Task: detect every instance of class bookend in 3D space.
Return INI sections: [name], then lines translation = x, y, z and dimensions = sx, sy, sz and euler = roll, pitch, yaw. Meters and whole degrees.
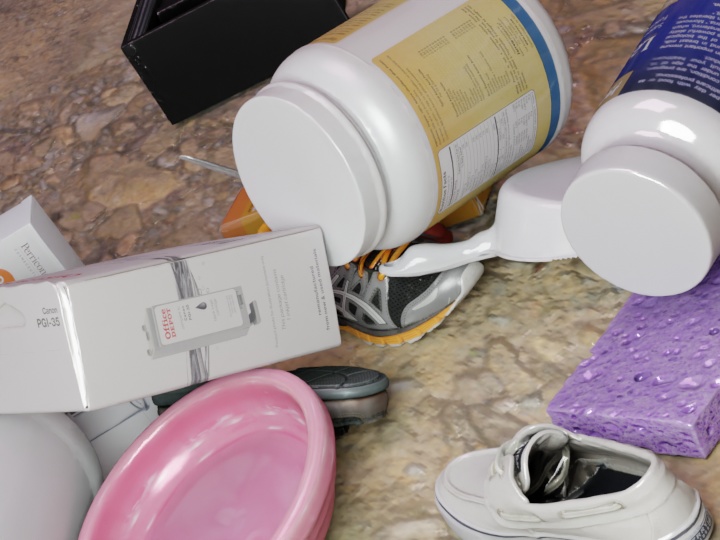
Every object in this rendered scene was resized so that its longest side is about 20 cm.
[bookend]
translation = -0.104, -0.256, 2.099
dimensions = 0.199, 0.092, 0.199
euler = -24, 27, 19

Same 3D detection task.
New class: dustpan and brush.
[dustpan and brush]
translation = 0.109, -0.030, 1.470
dimensions = 0.199, 0.058, 0.140
euler = -4, 19, 1

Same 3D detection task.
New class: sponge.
[sponge]
translation = 0.203, 0.027, 1.324
dimensions = 0.111, 0.030, 0.200
euler = 0, 41, 48

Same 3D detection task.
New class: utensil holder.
[utensil holder]
translation = -0.266, 0.191, 1.437
dimensions = 0.169, 0.170, 0.200
euler = -23, 30, 22

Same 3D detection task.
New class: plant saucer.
[plant saucer]
translation = -0.089, 0.155, 1.393
dimensions = 0.200, 0.051, 0.201
euler = -28, 36, 23

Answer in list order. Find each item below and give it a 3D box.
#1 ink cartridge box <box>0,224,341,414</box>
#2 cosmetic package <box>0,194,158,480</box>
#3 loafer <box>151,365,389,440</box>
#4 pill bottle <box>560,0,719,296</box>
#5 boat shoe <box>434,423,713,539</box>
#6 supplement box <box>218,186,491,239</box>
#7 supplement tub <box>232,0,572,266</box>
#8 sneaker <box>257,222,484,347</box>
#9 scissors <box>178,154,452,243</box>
[ink cartridge box]
translation = -0.136, 0.032, 1.437
dimensions = 0.199, 0.083, 0.146
euler = -13, 5, -37
[cosmetic package]
translation = -0.235, 0.068, 1.571
dimensions = 0.150, 0.200, 0.052
euler = -31, 27, 7
[loafer]
translation = -0.056, 0.098, 1.493
dimensions = 0.199, 0.063, 0.072
euler = -2, 9, 43
[pill bottle]
translation = 0.200, -0.083, 1.351
dimensions = 0.115, 0.116, 0.200
euler = -10, 32, 40
[boat shoe]
translation = 0.104, 0.118, 1.243
dimensions = 0.072, 0.066, 0.200
euler = -45, 28, -21
[supplement box]
translation = -0.002, -0.052, 1.660
dimensions = 0.199, 0.067, 0.069
euler = -18, 26, 28
[supplement tub]
translation = 0.028, -0.103, 1.491
dimensions = 0.200, 0.145, 0.144
euler = -34, 22, -32
[sneaker]
translation = 0.000, 0.000, 1.556
dimensions = 0.199, 0.077, 0.078
euler = -2, 38, 45
[scissors]
translation = -0.030, -0.048, 1.577
dimensions = 0.073, 0.199, 0.014
euler = 162, 122, -88
